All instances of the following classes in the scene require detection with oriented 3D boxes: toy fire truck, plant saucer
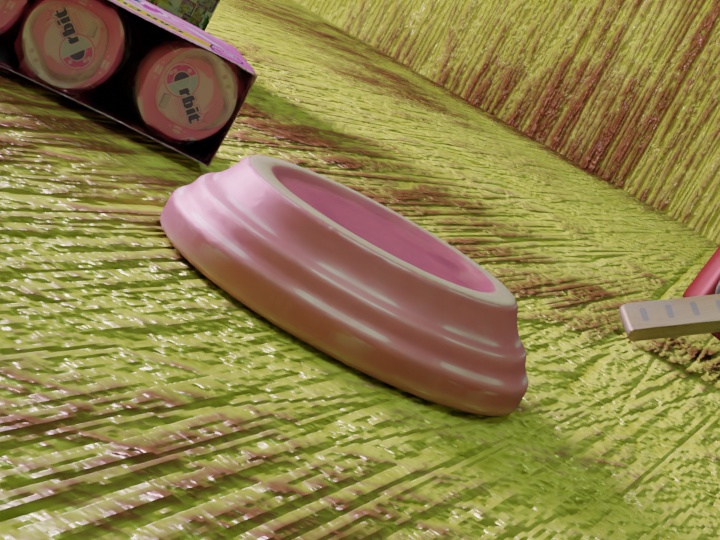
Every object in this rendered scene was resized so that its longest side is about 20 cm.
[{"bbox_3d":[0.294,0.036,1.419,0.200,0.129,0.176,35,6,-26],"label":"toy fire truck"},{"bbox_3d":[0.000,0.000,0.900,0.200,0.051,0.201,28,9,-5],"label":"plant saucer"}]

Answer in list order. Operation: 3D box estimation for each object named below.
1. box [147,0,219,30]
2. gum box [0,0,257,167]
[{"bbox_3d":[-0.179,-0.277,1.563,0.039,0.137,0.200,34,11,30],"label":"box"},{"bbox_3d":[-0.169,-0.143,1.101,0.199,0.066,0.114,26,8,-15],"label":"gum box"}]
